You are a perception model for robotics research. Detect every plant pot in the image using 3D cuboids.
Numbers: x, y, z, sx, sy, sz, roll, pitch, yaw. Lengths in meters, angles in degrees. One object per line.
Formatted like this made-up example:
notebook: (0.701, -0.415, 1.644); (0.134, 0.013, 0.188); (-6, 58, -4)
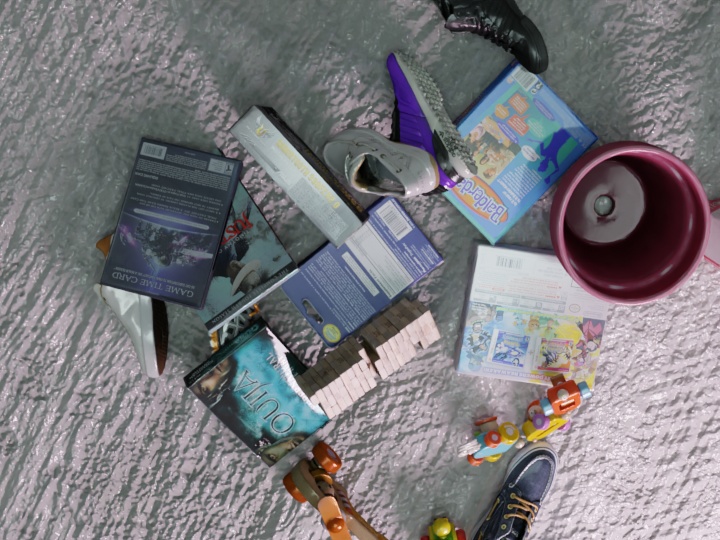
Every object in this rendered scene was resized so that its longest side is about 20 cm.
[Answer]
plant pot: (0.333, -0.074, 1.608); (0.197, 0.179, 0.203); (-1, 104, -3)

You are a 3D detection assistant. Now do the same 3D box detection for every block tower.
block tower: (0.010, 0.118, 1.672); (0.199, 0.054, 0.058); (-34, 126, -11)

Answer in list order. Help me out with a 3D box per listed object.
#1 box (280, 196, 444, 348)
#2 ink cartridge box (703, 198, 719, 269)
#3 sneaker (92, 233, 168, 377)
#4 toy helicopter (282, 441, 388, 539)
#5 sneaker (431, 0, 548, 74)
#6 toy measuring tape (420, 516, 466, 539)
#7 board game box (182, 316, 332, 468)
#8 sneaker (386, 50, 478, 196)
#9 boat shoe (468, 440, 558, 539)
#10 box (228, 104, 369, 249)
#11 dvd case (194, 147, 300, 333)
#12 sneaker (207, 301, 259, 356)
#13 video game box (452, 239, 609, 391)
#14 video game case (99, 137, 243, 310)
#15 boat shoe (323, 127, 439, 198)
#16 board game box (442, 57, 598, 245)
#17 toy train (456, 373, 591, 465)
box: (0.000, 0.000, 1.685); (0.199, 0.032, 0.122); (-38, 101, 5)
ink cartridge box: (0.563, -0.063, 1.637); (0.197, 0.146, 0.086); (-14, 103, 0)
sneaker: (-0.311, 0.047, 1.670); (0.083, 0.073, 0.203); (-8, 95, 8)
toy helicopter: (-0.020, 0.340, 1.713); (0.079, 0.132, 0.200); (-44, 101, 7)
sneaker: (0.151, -0.322, 1.581); (0.103, 0.060, 0.201); (-24, 76, -13)
toy measuring tape: (0.125, 0.424, 1.786); (0.073, 0.074, 0.202); (-10, 126, 0)
board game box: (-0.129, 0.169, 1.676); (0.135, 0.028, 0.200); (-38, 127, 2)
sneaker: (0.065, -0.186, 1.603); (0.099, 0.069, 0.202); (-33, 73, 23)
boat shoe: (0.223, 0.342, 1.745); (0.070, 0.091, 0.202); (28, 100, -9)
box: (-0.074, -0.122, 1.575); (0.048, 0.158, 0.200); (-43, 91, 6)
dvd case: (-0.191, -0.041, 1.626); (0.145, 0.022, 0.201); (-34, 79, -1)
sneaker: (-0.171, 0.060, 1.671); (0.076, 0.078, 0.203); (-9, 103, -5)
video game box: (0.239, 0.062, 1.704); (0.197, 0.047, 0.185); (8, 101, -4)
video game case: (-0.246, -0.062, 1.616); (0.141, 0.019, 0.203); (13, 82, 9)
boat shoe: (0.010, -0.133, 1.577); (0.069, 0.199, 0.072); (-30, 120, -32)
board game box: (0.193, -0.159, 1.650); (0.152, 0.045, 0.200); (44, 97, -11)
toy train: (0.221, 0.198, 1.701); (0.198, 0.150, 0.056); (-26, 64, 7)
